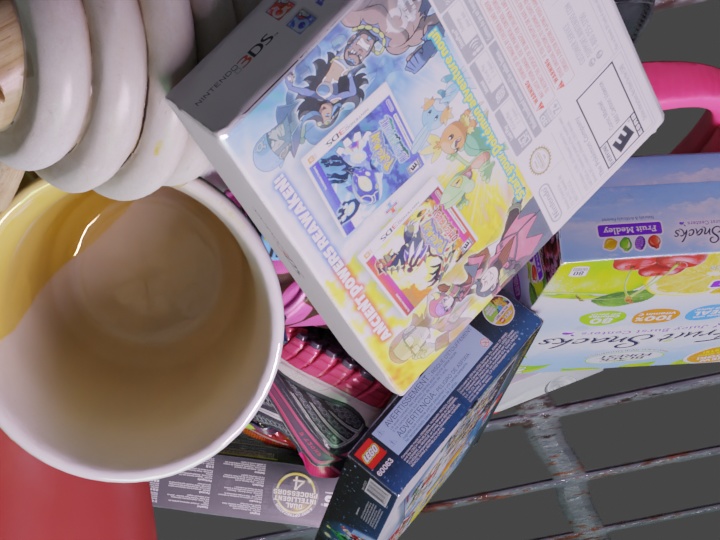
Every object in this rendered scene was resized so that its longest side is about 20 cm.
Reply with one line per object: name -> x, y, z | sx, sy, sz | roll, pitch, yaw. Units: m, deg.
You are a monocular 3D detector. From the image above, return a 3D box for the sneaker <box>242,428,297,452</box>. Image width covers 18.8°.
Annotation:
sneaker -> -0.037, 0.102, 1.566 | 0.077, 0.073, 0.199 | -14, 160, 43

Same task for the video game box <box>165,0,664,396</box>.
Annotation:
video game box -> 0.032, -0.068, 0.929 | 0.182, 0.047, 0.200 | -47, 140, -12

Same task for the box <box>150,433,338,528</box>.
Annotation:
box -> -0.081, 0.146, 1.559 | 0.199, 0.049, 0.161 | 7, 179, -3

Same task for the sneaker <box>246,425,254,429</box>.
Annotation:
sneaker -> -0.091, 0.047, 1.405 | 0.083, 0.074, 0.200 | -35, 155, 17

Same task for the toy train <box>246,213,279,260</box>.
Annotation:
toy train -> 0.006, -0.074, 1.054 | 0.114, 0.087, 0.200 | -4, 155, -12

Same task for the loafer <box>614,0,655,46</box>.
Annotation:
loafer -> 0.096, -0.091, 1.083 | 0.068, 0.071, 0.201 | -2, 159, -20

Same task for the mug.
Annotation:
mug -> -0.113, -0.007, 1.060 | 0.149, 0.188, 0.153 | -13, -170, 2

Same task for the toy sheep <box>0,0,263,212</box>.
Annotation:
toy sheep -> -0.101, -0.092, 0.914 | 0.199, 0.138, 0.138 | -14, 166, -34

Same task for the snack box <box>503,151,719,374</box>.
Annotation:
snack box -> 0.167, -0.001, 1.267 | 0.168, 0.068, 0.200 | -4, 161, -10

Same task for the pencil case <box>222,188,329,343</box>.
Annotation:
pencil case -> 0.000, 0.000, 1.229 | 0.093, 0.091, 0.200 | -11, 172, 33

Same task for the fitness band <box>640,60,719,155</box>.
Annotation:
fitness band -> 0.139, -0.060, 1.242 | 0.143, 0.038, 0.200 | -4, 159, -15

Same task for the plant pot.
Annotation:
plant pot -> -0.220, 0.133, 1.367 | 0.199, 0.178, 0.200 | 0, 170, 0

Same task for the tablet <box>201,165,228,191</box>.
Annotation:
tablet -> -0.041, -0.068, 1.174 | 0.130, 0.014, 0.200 | -21, 157, 31

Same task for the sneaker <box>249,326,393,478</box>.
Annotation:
sneaker -> -0.076, 0.047, 1.264 | 0.199, 0.075, 0.081 | 30, -167, 25

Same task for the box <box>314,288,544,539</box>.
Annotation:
box -> 0.034, 0.104, 1.276 | 0.137, 0.038, 0.200 | -49, 170, -24

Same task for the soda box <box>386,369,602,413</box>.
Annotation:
soda box -> 0.068, 0.065, 1.449 | 0.199, 0.064, 0.068 | -21, 163, -13
